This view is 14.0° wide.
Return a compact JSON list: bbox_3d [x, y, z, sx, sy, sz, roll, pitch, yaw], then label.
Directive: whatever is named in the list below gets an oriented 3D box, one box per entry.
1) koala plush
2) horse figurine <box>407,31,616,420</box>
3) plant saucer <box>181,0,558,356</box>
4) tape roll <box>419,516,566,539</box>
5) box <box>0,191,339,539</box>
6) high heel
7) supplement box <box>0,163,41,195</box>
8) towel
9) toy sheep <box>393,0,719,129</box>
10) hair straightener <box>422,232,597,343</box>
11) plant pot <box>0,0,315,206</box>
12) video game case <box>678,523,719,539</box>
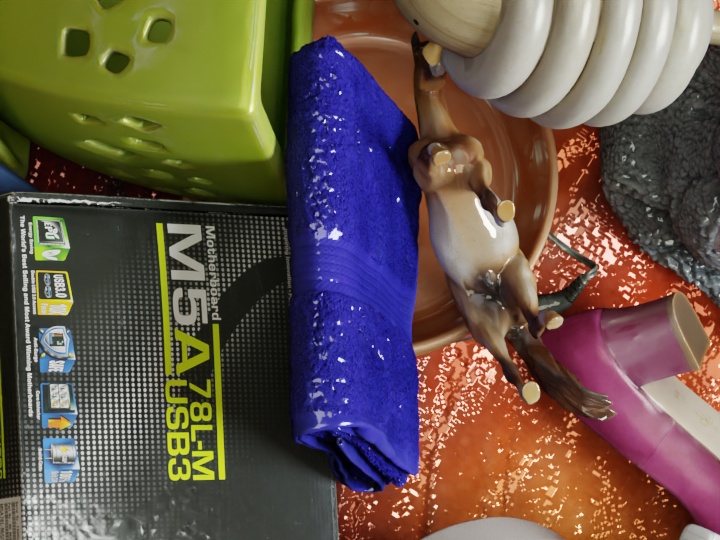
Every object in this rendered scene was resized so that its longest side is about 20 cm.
[{"bbox_3d":[0.221,-0.057,1.513,0.183,0.200,0.178,31,88,-7],"label":"koala plush"},{"bbox_3d":[0.064,-0.012,1.473,0.050,0.133,0.201,-25,108,-2],"label":"horse figurine"},{"bbox_3d":[0.004,-0.050,1.551,0.199,0.032,0.202,1,76,-5],"label":"plant saucer"},{"bbox_3d":[0.057,0.226,1.529,0.202,0.037,0.204,-15,118,-30],"label":"tape roll"},{"bbox_3d":[-0.098,0.066,1.431,0.192,0.047,0.201,3,81,-38],"label":"box"},{"bbox_3d":[0.167,0.108,1.595,0.096,0.067,0.201,-18,101,27],"label":"high heel"},{"bbox_3d":[-0.302,-0.015,1.437,0.199,0.134,0.201,31,88,26],"label":"supplement box"},{"bbox_3d":[0.000,0.000,1.446,0.049,0.148,0.201,-4,75,10],"label":"towel"},{"bbox_3d":[0.107,-0.134,1.450,0.199,0.138,0.139,1,91,-23],"label":"toy sheep"},{"bbox_3d":[0.027,0.007,1.567,0.199,0.041,0.077,-11,92,-1],"label":"hair straightener"},{"bbox_3d":[-0.121,-0.147,1.454,0.180,0.200,0.200,1,77,7],"label":"plant pot"},{"bbox_3d":[0.183,0.237,1.535,0.022,0.200,0.183,22,87,35],"label":"video game case"}]
